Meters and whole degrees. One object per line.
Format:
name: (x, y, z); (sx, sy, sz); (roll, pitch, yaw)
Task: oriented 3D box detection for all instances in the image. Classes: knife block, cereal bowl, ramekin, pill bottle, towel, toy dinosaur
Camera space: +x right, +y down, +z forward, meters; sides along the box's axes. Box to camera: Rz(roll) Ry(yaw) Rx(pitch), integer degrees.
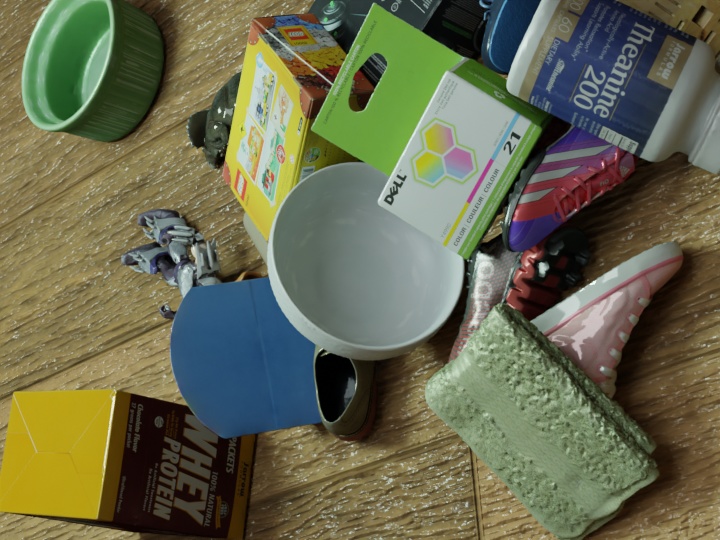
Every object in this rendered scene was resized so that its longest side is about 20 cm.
knife block: (0.279, -0.265, 1.443); (0.064, 0.199, 0.176); (-55, 1, 18)
cereal bowl: (0.000, 0.000, 1.560); (0.083, 0.197, 0.202); (118, 148, -62)
ramekin: (-0.344, -0.266, 2.042); (0.199, 0.097, 0.203); (-16, 66, 42)
pill bottle: (0.235, -0.162, 1.350); (0.198, 0.111, 0.112); (26, 98, 7)
towel: (0.155, 0.137, 1.367); (0.200, 0.036, 0.149); (47, 130, 10)
toy dinosaur: (-0.139, -0.188, 1.825); (0.200, 0.076, 0.103); (-51, 54, 25)

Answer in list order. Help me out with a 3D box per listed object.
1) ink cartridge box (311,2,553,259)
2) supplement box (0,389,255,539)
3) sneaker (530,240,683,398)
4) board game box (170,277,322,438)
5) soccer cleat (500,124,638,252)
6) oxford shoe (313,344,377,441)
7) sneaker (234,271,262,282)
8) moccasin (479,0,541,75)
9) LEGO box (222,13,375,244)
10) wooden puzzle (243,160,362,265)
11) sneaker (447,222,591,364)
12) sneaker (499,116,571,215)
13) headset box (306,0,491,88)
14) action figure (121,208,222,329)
ink cartridge box: (0.056, -0.129, 1.450); (0.199, 0.076, 0.149); (31, 114, 5)
supplement box: (-0.256, 0.214, 1.723); (0.196, 0.199, 0.135); (-5, 73, 44)
sneaker: (0.217, 0.062, 1.390); (0.199, 0.075, 0.105); (-34, 82, 14)
board game box: (-0.105, 0.091, 1.636); (0.039, 0.198, 0.160); (144, 116, -66)
soccer cleat: (0.203, -0.091, 1.413); (0.073, 0.068, 0.200); (31, 73, 30)
oxford shoe: (-0.014, 0.068, 1.601); (0.070, 0.075, 0.203); (-7, 75, 14)
sneaker: (-0.104, 0.078, 1.697); (0.085, 0.072, 0.201); (-59, 43, 28)
moccasin: (0.171, -0.280, 1.547); (0.068, 0.080, 0.201); (7, 65, 60)
LEGO box: (-0.068, -0.139, 1.631); (0.149, 0.076, 0.202); (54, 142, 40)
wooden puzzle: (-0.046, -0.066, 1.717); (0.201, 0.037, 0.186); (-52, 47, 21)
sneaker: (0.132, 0.029, 1.481); (0.098, 0.070, 0.202); (41, 105, 44)
sneaker: (0.152, -0.150, 1.511); (0.201, 0.080, 0.075); (-52, 45, 21)
headset box: (0.031, -0.248, 1.655); (0.201, 0.092, 0.174); (-57, 46, 17)
action figure: (-0.212, -0.001, 1.837); (0.200, 0.069, 0.132); (38, 123, 53)
